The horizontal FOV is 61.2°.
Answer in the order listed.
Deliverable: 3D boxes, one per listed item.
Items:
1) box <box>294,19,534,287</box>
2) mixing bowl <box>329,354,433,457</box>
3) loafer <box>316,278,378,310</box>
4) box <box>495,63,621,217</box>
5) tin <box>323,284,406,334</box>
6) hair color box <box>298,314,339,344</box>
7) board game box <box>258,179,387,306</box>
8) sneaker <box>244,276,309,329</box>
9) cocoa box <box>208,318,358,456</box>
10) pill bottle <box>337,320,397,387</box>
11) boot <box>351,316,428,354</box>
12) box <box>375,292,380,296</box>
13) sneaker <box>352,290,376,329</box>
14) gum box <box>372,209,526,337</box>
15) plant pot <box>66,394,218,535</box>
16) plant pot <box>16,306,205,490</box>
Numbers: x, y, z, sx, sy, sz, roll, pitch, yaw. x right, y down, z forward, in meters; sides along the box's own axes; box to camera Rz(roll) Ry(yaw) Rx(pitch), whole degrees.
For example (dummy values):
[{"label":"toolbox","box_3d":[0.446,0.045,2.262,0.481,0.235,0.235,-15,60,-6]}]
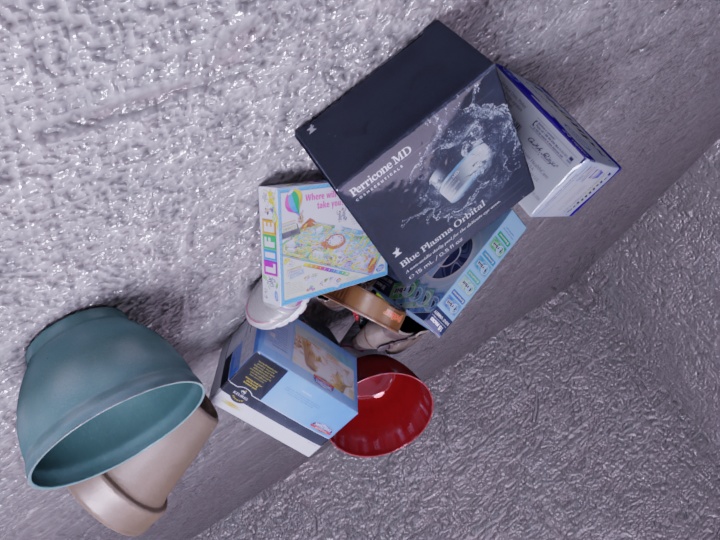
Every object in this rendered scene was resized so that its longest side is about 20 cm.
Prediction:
[{"label":"box","box_3d":[0.067,-0.120,0.679,0.195,0.118,0.200,-37,139,3]},{"label":"mixing bowl","box_3d":[0.025,0.229,1.108,0.196,0.109,0.204,-7,123,-10]},{"label":"loafer","box_3d":[0.000,0.000,1.006,0.200,0.073,0.071,-45,159,21]},{"label":"box","box_3d":[0.248,-0.176,0.859,0.105,0.185,0.199,-47,159,28]},{"label":"tin","box_3d":[-0.013,0.040,0.902,0.111,0.199,0.042,35,82,-40]},{"label":"hair color box","box_3d":[-0.110,0.152,1.194,0.098,0.061,0.200,-37,162,2]},{"label":"board game box","box_3d":[-0.039,-0.045,0.765,0.198,0.034,0.138,-15,109,-47]},{"label":"sneaker","box_3d":[-0.098,0.000,0.840,0.200,0.082,0.088,-47,156,11]},{"label":"cocoa box","box_3d":[-0.115,0.171,0.969,0.131,0.199,0.134,-44,-155,23]},{"label":"pill bottle","box_3d":[0.031,0.141,1.253,0.201,0.113,0.114,-52,176,-40]},{"label":"boot","box_3d":[0.082,0.100,1.057,0.197,0.072,0.145,-12,169,-40]},{"label":"box","box_3d":[0.109,-0.028,1.053,0.120,0.047,0.203,5,113,-43]},{"label":"sneaker","box_3d":[0.033,0.048,1.135,0.094,0.081,0.200,-23,-178,12]},{"label":"gum box","box_3d":[0.126,-0.018,0.911,0.044,0.170,0.201,41,86,-29]},{"label":"plant pot","box_3d":[-0.298,0.224,0.842,0.174,0.200,0.201,-41,163,-8]},{"label":"plant pot","box_3d":[-0.295,0.129,0.690,0.198,0.135,0.201,-31,161,-12]}]
